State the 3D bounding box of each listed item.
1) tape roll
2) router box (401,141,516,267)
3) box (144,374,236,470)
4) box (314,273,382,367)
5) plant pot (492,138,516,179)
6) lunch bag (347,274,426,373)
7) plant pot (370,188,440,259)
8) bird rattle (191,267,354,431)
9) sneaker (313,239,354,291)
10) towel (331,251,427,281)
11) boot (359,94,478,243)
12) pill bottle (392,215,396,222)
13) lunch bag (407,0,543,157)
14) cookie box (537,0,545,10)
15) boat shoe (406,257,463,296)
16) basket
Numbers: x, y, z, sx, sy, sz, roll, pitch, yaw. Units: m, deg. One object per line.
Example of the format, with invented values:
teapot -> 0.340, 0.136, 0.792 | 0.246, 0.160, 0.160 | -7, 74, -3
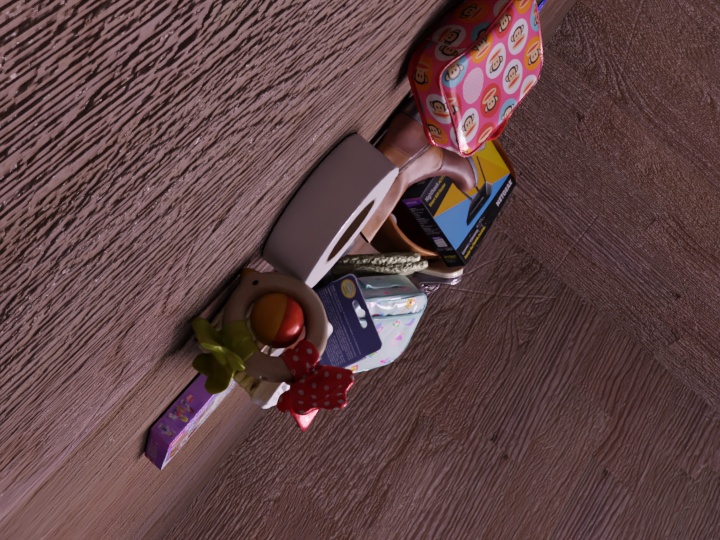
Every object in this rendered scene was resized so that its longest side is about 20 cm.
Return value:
tape roll -> -0.036, -0.072, 1.050 | 0.204, 0.070, 0.203 | -52, 175, -6
router box -> 0.167, -0.130, 1.369 | 0.050, 0.150, 0.202 | -5, -138, 50
box -> -0.246, 0.200, 1.261 | 0.201, 0.039, 0.137 | -50, 176, -33
box -> -0.073, 0.100, 1.219 | 0.196, 0.124, 0.032 | -25, 173, 8
plant pot -> 0.195, -0.217, 1.623 | 0.139, 0.202, 0.200 | -35, -178, 21
lunch bag -> 0.010, 0.084, 1.324 | 0.197, 0.077, 0.162 | -7, 133, -46
plant pot -> 0.088, -0.107, 1.447 | 0.201, 0.201, 0.139 | -49, -168, -31
bird rattle -> -0.096, 0.081, 0.956 | 0.113, 0.195, 0.167 | 111, -7, -65
sneaker -> -0.082, -0.005, 1.228 | 0.090, 0.076, 0.201 | -33, 162, -36
towel -> 0.000, 0.000, 1.376 | 0.195, 0.038, 0.148 | -2, 171, -22
boot -> 0.072, -0.122, 1.219 | 0.201, 0.068, 0.188 | -52, 133, -8
pill bottle -> 0.081, -0.117, 1.723 | 0.111, 0.110, 0.200 | -53, 176, 28
lunch bag -> 0.157, -0.250, 1.063 | 0.200, 0.081, 0.178 | -46, 137, -20
cookie box -> 0.172, -0.320, 1.231 | 0.201, 0.075, 0.172 | -51, 176, -22
boat shoe -> 0.112, 0.013, 1.451 | 0.071, 0.067, 0.198 | -13, -169, -32
basket -> -0.123, 0.090, 1.101 | 0.136, 0.123, 0.200 | -51, 177, -5
